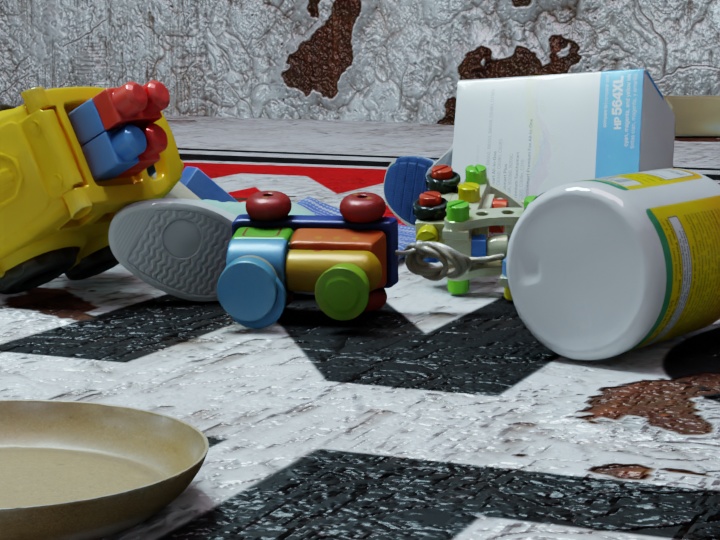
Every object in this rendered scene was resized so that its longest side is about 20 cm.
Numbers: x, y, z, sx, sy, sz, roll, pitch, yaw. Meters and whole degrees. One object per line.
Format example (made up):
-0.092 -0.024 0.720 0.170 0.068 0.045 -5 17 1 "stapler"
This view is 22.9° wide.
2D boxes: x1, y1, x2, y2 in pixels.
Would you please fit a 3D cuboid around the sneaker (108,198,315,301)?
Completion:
-0.109 -0.023 1.386 0.199 0.074 0.118 8 11 -23 "sneaker"

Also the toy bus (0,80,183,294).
-0.207 -0.084 1.368 0.191 0.137 0.200 -29 -8 27 "toy bus"

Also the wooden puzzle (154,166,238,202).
-0.187 -0.089 1.604 0.185 0.046 0.200 41 -9 -26 "wooden puzzle"

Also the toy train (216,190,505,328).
0.000 0.000 1.250 0.198 0.086 0.116 2 19 8 "toy train"

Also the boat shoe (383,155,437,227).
0.107 -0.065 1.750 0.072 0.073 0.199 -1 17 -45 "boat shoe"

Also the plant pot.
-0.166 0.090 0.782 0.198 0.028 0.200 1 9 0 "plant pot"

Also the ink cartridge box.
0.169 -0.096 1.585 0.198 0.127 0.128 0 -15 23 "ink cartridge box"

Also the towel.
-0.017 -0.039 1.608 0.144 0.024 0.200 15 11 15 "towel"

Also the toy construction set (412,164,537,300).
0.111 -0.036 1.427 0.130 0.093 0.200 2 8 12 "toy construction set"

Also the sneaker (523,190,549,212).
0.203 -0.037 1.310 0.090 0.070 0.199 -37 -30 32 "sneaker"

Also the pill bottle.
0.191 -0.009 1.179 0.112 0.114 0.199 6 10 35 "pill bottle"

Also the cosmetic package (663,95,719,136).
0.597 -0.280 3.211 0.198 0.072 0.105 -1 8 -9 "cosmetic package"
